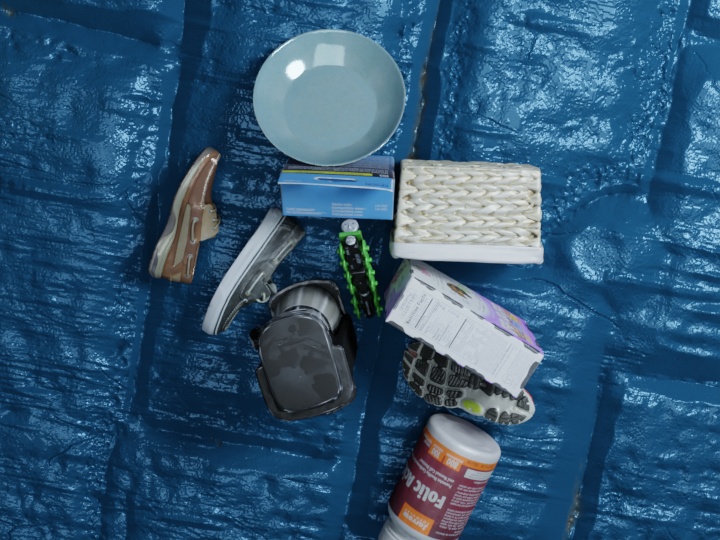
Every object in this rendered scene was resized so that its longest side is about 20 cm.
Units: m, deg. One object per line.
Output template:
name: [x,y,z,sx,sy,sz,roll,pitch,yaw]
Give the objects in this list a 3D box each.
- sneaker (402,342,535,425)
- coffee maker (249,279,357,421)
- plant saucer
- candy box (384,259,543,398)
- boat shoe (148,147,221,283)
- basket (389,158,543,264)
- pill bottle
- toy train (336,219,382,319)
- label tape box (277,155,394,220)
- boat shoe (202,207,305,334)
sneaker: [0.150,0.163,1.432,0.199,0.085,0.078,25,95,19]
coffee maker: [-0.057,0.122,1.364,0.134,0.200,0.192,-38,99,10]
plant saucer: [-0.040,-0.220,1.339,0.199,0.039,0.203,0,69,0]
candy box: [0.132,0.068,1.362,0.199,0.168,0.072,30,100,-4]
boat shoe: [-0.225,-0.072,1.395,0.071,0.076,0.201,23,112,-7]
basket: [0.140,-0.080,1.348,0.198,0.136,0.125,3,99,1]
pill bottle: [0.107,0.315,1.447,0.113,0.114,0.201,24,102,-4]
toy train: [0.000,0.000,1.354,0.041,0.201,0.057,-6,58,5]
label tape box: [-0.028,-0.103,1.312,0.142,0.200,0.067,3,108,1]
boat shoe: [-0.146,0.013,1.407,0.071,0.072,0.201,33,100,-1]
